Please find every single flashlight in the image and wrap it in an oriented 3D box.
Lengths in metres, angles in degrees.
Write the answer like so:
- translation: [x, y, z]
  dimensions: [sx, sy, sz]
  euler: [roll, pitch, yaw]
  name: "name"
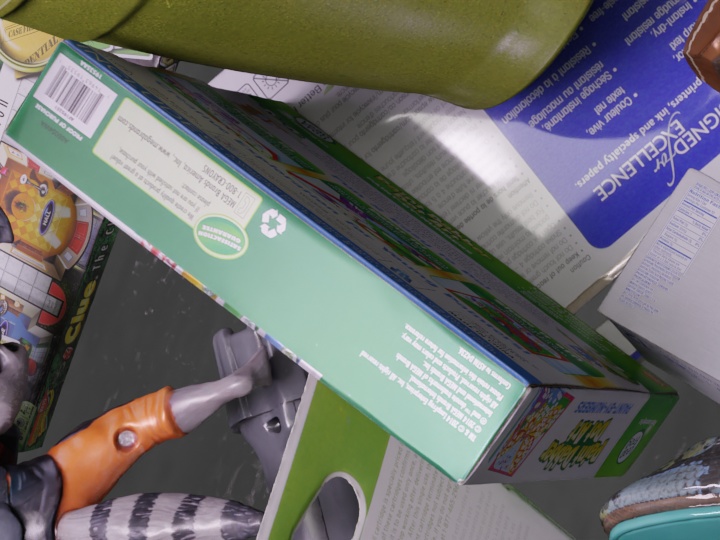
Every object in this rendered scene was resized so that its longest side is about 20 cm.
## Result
- translation: [-0.011, 0.117, 1.085]
  dimensions: [0.068, 0.068, 0.200]
  euler: [-25, 74, 36]
  name: "flashlight"

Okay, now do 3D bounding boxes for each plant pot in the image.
- translation: [-0.016, -0.147, 0.970]
  dimensions: [0.193, 0.200, 0.201]
  euler: [21, 96, -23]
  name: "plant pot"

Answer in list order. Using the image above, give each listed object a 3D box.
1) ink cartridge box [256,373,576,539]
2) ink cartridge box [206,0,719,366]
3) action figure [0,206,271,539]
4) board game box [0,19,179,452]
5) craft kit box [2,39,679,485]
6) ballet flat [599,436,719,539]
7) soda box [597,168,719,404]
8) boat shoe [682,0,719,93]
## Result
- translation: [0.008, 0.140, 0.974]
  dimensions: [0.076, 0.200, 0.148]
  euler: [-14, 46, 42]
  name: "ink cartridge box"
- translation: [0.061, -0.049, 1.076]
  dimensions: [0.198, 0.047, 0.200]
  euler: [-40, 77, 13]
  name: "ink cartridge box"
- translation: [-0.129, 0.066, 1.032]
  dimensions: [0.193, 0.105, 0.200]
  euler: [-2, 101, 0]
  name: "action figure"
- translation: [-0.145, -0.036, 1.141]
  dimensions: [0.105, 0.023, 0.200]
  euler: [28, 108, 21]
  name: "board game box"
- translation: [0.000, 0.000, 0.969]
  dimensions: [0.200, 0.197, 0.049]
  euler: [37, 102, 19]
  name: "craft kit box"
- translation: [0.188, 0.075, 1.018]
  dimensions: [0.200, 0.074, 0.074]
  euler: [0, 87, 18]
  name: "ballet flat"
- translation: [0.185, 0.043, 0.951]
  dimensions: [0.200, 0.068, 0.064]
  euler: [31, 85, 27]
  name: "soda box"
- translation: [0.179, -0.152, 1.017]
  dimensions: [0.074, 0.076, 0.200]
  euler: [33, 81, 30]
  name: "boat shoe"
